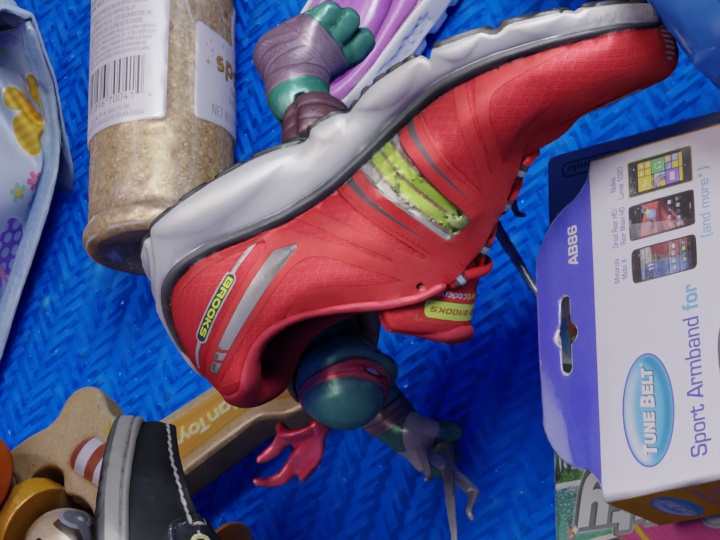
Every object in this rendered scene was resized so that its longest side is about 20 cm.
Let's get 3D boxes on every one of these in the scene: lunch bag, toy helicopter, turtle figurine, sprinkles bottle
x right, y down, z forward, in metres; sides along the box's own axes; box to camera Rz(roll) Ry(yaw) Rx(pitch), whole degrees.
[{"bbox_3d":[-0.225,-0.052,1.056,0.170,0.127,0.200,24,100,45],"label":"lunch bag"},{"bbox_3d":[-0.085,0.092,0.920,0.200,0.079,0.132,-35,47,10],"label":"toy helicopter"},{"bbox_3d":[0.000,0.000,0.833,0.200,0.101,0.150,-105,21,-45],"label":"turtle figurine"},{"bbox_3d":[-0.087,-0.100,0.993,0.068,0.068,0.200,-16,64,35],"label":"sprinkles bottle"}]

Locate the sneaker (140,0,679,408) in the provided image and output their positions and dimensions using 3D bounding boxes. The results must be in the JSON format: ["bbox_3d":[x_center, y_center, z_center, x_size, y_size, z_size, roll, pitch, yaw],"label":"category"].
[{"bbox_3d":[0.025,-0.019,0.745,0.200,0.077,0.085,-31,79,17],"label":"sneaker"}]

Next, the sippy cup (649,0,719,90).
[{"bbox_3d":[0.147,-0.122,0.689,0.130,0.178,0.140,-31,91,21],"label":"sippy cup"}]

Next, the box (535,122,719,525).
[{"bbox_3d":[0.146,0.006,0.694,0.200,0.041,0.119,-16,63,36],"label":"box"}]

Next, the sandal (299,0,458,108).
[{"bbox_3d":[0.020,-0.154,0.936,0.082,0.050,0.203,23,89,43],"label":"sandal"}]

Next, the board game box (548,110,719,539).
[{"bbox_3d":[0.141,0.046,0.751,0.147,0.064,0.200,-15,66,36],"label":"board game box"}]

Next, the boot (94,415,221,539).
[{"bbox_3d":[-0.019,0.133,0.817,0.204,0.153,0.074,-101,12,-48],"label":"boot"}]
